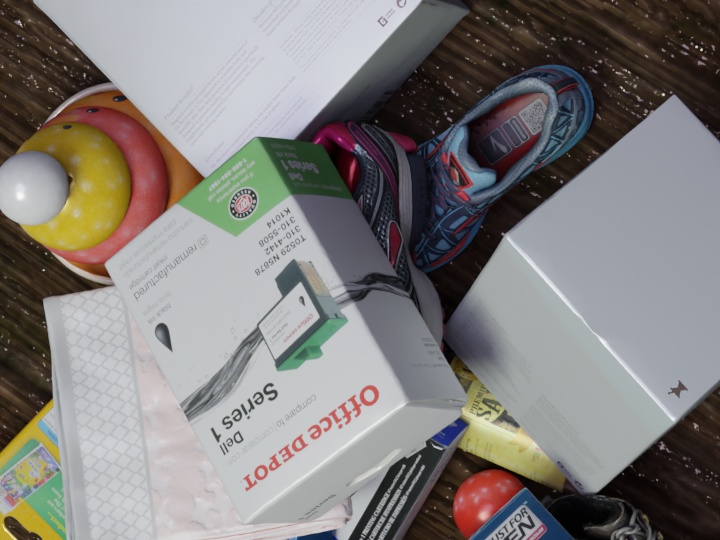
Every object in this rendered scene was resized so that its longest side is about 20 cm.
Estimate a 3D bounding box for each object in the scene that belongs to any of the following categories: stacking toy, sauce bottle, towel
[{"bbox_3d":[0.119,0.232,1.528,0.085,0.085,0.201,-23,80,14],"label":"stacking toy"},{"bbox_3d":[0.076,0.092,1.533,0.199,0.066,0.066,21,97,11],"label":"sauce bottle"},{"bbox_3d":[-0.191,-0.059,1.526,0.146,0.200,0.147,1,93,14],"label":"stacking toy"},{"bbox_3d":[-0.111,0.090,1.484,0.190,0.032,0.201,-11,69,5],"label":"towel"}]

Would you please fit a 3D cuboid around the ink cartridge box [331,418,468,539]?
[{"bbox_3d":[-0.013,0.162,1.539,0.094,0.044,0.200,35,119,10],"label":"ink cartridge box"}]

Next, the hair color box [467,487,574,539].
[{"bbox_3d":[0.144,0.241,1.438,0.060,0.100,0.200,-41,82,-20],"label":"hair color box"}]

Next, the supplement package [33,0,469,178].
[{"bbox_3d":[-0.071,-0.180,1.516,0.200,0.147,0.191,46,102,9],"label":"supplement package"}]

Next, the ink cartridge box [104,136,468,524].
[{"bbox_3d":[-0.047,0.040,1.399,0.146,0.084,0.200,-39,70,23],"label":"ink cartridge box"}]

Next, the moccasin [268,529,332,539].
[{"bbox_3d":[-0.069,0.232,1.520,0.068,0.080,0.201,21,115,23],"label":"moccasin"}]

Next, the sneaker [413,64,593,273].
[{"bbox_3d":[0.066,-0.071,1.513,0.200,0.096,0.079,-44,81,12],"label":"sneaker"}]

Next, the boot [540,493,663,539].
[{"bbox_3d":[0.208,0.219,1.428,0.069,0.200,0.174,-47,117,-21],"label":"boot"}]

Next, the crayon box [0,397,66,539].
[{"bbox_3d":[-0.175,0.135,1.588,0.126,0.052,0.200,45,110,-1],"label":"crayon box"}]

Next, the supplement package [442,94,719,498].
[{"bbox_3d":[0.170,0.022,1.413,0.151,0.200,0.152,-39,82,-20],"label":"supplement package"}]

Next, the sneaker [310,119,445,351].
[{"bbox_3d":[0.000,0.000,1.459,0.080,0.075,0.201,-21,66,35],"label":"sneaker"}]
